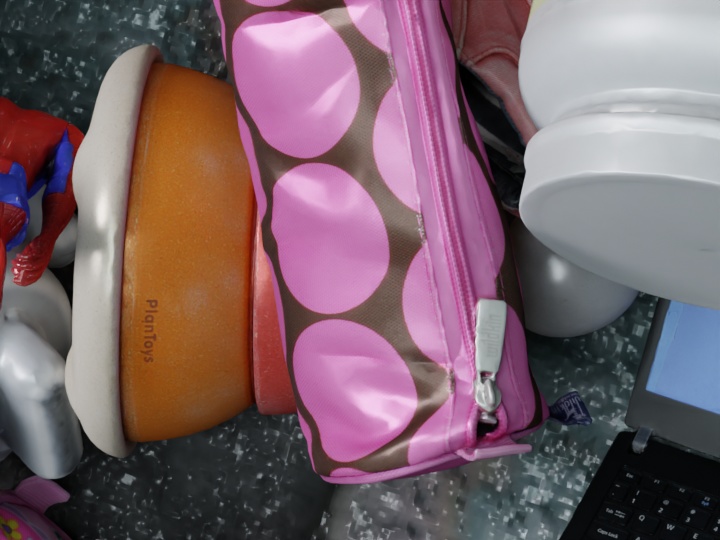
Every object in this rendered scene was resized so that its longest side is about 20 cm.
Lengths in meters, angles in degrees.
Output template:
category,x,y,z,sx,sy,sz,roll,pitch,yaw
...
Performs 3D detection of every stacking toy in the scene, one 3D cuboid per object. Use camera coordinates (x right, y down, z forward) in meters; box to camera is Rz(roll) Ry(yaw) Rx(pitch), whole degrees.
category,x,y,z,sx,sy,sz,roll,pitch,yaw
stacking toy,0.000,0.000,1.012,0.199,0.146,0.147,5,94,2

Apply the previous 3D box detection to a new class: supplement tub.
category,x,y,z,sx,sy,sz,roll,pitch,yaw
supplement tub,0.130,-0.099,0.901,0.144,0.145,0.201,8,73,19

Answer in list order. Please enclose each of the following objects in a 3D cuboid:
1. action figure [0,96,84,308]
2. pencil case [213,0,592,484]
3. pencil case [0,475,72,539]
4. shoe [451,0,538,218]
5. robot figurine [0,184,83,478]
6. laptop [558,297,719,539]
category,x,y,z,sx,sy,sz,roll,pitch,yaw
action figure,-0.132,-0.026,0.973,0.065,0.200,0.052,18,107,-1
pencil case,0.008,-0.034,0.913,0.090,0.094,0.201,-16,98,-14
pencil case,-0.187,0.156,1.094,0.199,0.087,0.088,-31,82,19
shoe,0.029,-0.112,0.986,0.200,0.091,0.072,50,146,8
robot figurine,-0.186,0.010,1.056,0.200,0.169,0.113,43,151,29
laptop,0.161,0.066,0.949,0.176,0.200,0.104,18,135,19
